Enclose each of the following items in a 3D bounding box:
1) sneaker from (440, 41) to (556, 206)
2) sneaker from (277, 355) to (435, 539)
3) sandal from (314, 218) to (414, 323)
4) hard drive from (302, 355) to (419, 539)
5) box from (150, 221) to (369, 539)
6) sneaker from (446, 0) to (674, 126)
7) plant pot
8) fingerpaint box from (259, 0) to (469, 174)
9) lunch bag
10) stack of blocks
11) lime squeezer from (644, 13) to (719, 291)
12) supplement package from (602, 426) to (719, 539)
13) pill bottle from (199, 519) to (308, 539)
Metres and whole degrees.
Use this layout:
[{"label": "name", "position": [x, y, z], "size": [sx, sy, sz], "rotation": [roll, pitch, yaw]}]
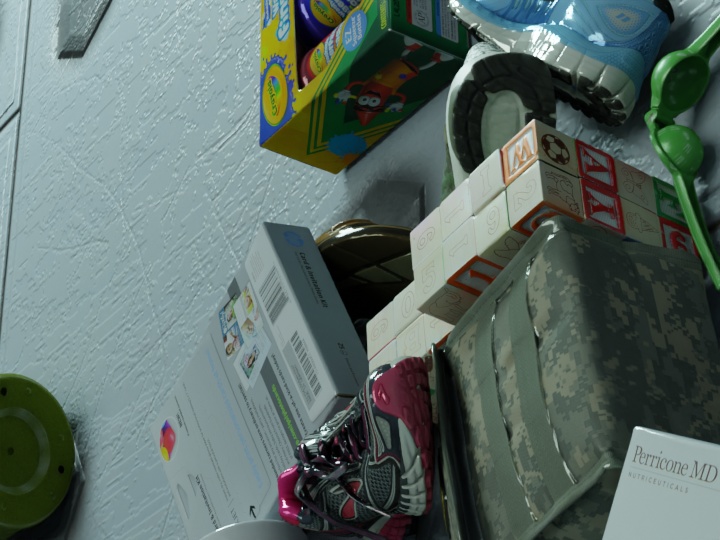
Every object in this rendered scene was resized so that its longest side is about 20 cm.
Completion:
[{"label": "sneaker", "position": [0.078, -0.049, 1.307], "size": [0.089, 0.076, 0.201], "rotation": [-100, 17, -64]}, {"label": "sneaker", "position": [-0.001, 0.111, 1.222], "size": [0.200, 0.074, 0.081], "rotation": [109, 162, -62]}, {"label": "sandal", "position": [0.000, 0.000, 1.450], "size": [0.055, 0.082, 0.200], "rotation": [-60, 15, -26]}, {"label": "hard drive", "position": [-0.020, 0.129, 1.421], "size": [0.200, 0.042, 0.136], "rotation": [-15, 61, 56]}, {"label": "box", "position": [-0.066, 0.094, 1.408], "size": [0.200, 0.041, 0.156], "rotation": [-59, 39, 32]}, {"label": "sneaker", "position": [0.129, -0.154, 1.323], "size": [0.090, 0.078, 0.200], "rotation": [-51, 34, -2]}, {"label": "plant pot", "position": [-0.350, 0.164, 1.839], "size": [0.192, 0.200, 0.201], "rotation": [-11, 63, 44]}, {"label": "fingerpaint box", "position": [-0.002, -0.199, 1.546], "size": [0.167, 0.073, 0.201], "rotation": [-37, 44, 45]}, {"label": "lunch bag", "position": [0.103, 0.097, 1.160], "size": [0.200, 0.117, 0.165], "rotation": [-51, 35, 42]}, {"label": "stack of blocks", "position": [0.084, 0.011, 1.232], "size": [0.200, 0.115, 0.059], "rotation": [-43, 37, 39]}, {"label": "lime squeezer", "position": [0.193, -0.083, 1.202], "size": [0.070, 0.038, 0.201], "rotation": [4, 74, 28]}, {"label": "supplement package", "position": [0.173, 0.187, 0.984], "size": [0.117, 0.117, 0.201], "rotation": [8, 81, 61]}, {"label": "pill bottle", "position": [-0.052, 0.259, 1.308], "size": [0.111, 0.111, 0.201], "rotation": [-46, 45, 37]}]
